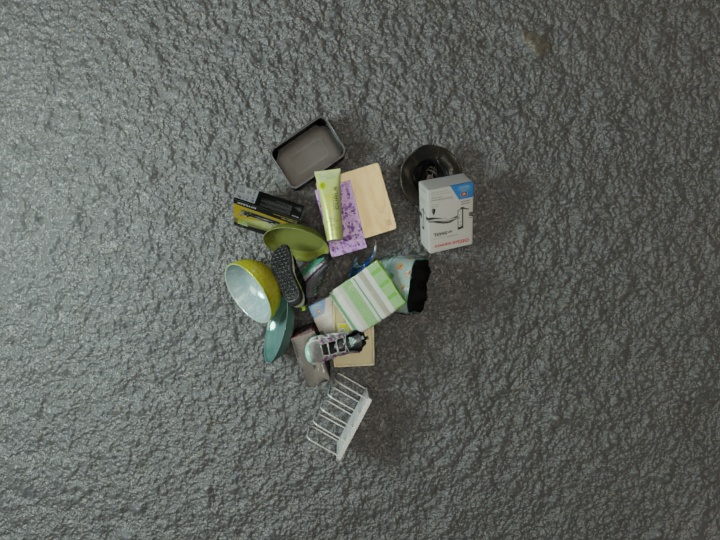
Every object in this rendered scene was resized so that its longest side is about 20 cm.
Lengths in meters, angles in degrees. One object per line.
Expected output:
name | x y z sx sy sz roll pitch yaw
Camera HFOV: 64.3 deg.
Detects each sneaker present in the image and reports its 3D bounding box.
sneaker | -0.201 0.024 1.647 0.071 0.083 0.203 -24 65 15
sneaker | -0.138 0.031 1.711 0.087 0.075 0.199 43 122 -15
sneaker | -0.051 0.200 1.568 0.138 0.199 0.079 -16 90 34

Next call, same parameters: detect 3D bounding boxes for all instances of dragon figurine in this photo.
dragon figurine | 0.000 0.000 1.690 0.097 0.059 0.203 11 130 9

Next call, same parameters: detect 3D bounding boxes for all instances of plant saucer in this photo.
plant saucer | -0.234 0.173 1.676 0.035 0.200 0.204 16 93 -22
plant saucer | -0.185 -0.086 1.671 0.196 0.201 0.032 10 65 -3

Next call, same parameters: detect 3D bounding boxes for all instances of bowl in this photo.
bowl | -0.295 0.041 1.685 0.107 0.199 0.202 -38 95 -35

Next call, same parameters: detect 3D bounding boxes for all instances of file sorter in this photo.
file sorter | -0.065 0.431 1.723 0.123 0.139 0.203 28 91 -2

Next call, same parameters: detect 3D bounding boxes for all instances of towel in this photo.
towel | 0.020 0.077 1.617 0.199 0.031 0.150 -35 90 30

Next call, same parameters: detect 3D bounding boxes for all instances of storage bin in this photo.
storage bin | -0.155 -0.344 1.695 0.198 0.094 0.136 -34 94 -2

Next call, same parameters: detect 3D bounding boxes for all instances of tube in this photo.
tube | -0.085 -0.186 1.634 0.057 0.051 0.204 -4 88 -40

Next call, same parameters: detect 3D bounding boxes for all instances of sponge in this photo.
sponge | -0.057 -0.151 1.673 0.109 0.030 0.204 -14 94 -2

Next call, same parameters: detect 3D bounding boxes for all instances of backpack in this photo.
backpack | 0.120 0.038 1.679 0.150 0.200 0.180 11 94 13

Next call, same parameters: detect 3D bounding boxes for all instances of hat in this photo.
hat | 0.202 -0.285 1.725 0.197 0.081 0.205 -4 105 -15

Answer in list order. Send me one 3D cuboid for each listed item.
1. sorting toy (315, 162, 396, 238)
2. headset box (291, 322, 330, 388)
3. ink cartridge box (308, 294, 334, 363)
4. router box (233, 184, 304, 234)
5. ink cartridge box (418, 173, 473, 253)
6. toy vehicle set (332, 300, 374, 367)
sorting toy | -0.013 -0.195 1.723 0.195 0.070 0.204 -17 94 -2
headset box | -0.143 0.245 1.675 0.074 0.200 0.151 -19 93 -2
ink cartridge box | -0.068 0.174 1.741 0.114 0.067 0.203 -24 94 -3
router box | -0.268 -0.159 1.665 0.196 0.158 0.053 17 64 -3
ink cartridge box | 0.253 -0.167 1.685 0.143 0.085 0.203 -12 120 -10
toy vehicle set | -0.021 0.182 1.698 0.122 0.027 0.205 -1 93 -5
